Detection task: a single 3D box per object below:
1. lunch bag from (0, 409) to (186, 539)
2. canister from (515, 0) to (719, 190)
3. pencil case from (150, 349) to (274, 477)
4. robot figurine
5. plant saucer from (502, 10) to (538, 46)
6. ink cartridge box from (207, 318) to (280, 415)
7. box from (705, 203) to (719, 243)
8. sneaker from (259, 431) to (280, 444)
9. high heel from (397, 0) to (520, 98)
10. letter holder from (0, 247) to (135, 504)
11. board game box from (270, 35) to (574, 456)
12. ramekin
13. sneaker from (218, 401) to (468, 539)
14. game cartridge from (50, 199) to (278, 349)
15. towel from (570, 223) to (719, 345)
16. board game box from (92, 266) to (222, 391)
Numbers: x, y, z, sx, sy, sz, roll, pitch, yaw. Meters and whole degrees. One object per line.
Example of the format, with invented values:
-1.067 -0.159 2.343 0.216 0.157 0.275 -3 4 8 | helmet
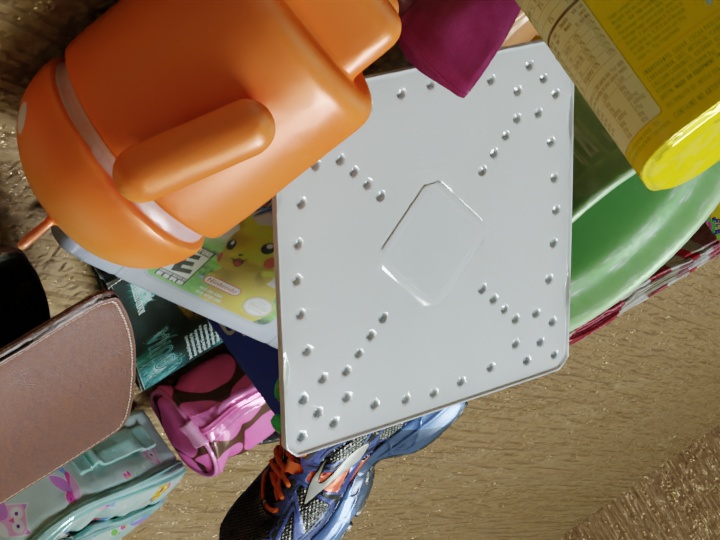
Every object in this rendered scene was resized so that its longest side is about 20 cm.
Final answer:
-0.216 0.170 1.284 0.160 0.077 0.200 -38 173 19 | lunch bag
0.135 -0.157 0.867 0.148 0.201 0.087 -35 161 8 | canister
-0.051 0.074 1.342 0.199 0.091 0.094 -31 -163 -14 | pencil case
-0.076 -0.079 0.849 0.200 0.144 0.117 -37 145 13 | robot figurine
0.122 -0.150 1.141 0.199 0.032 0.201 -30 162 -11 | plant saucer
0.000 0.000 1.133 0.200 0.094 0.044 -46 161 27 | ink cartridge box
0.331 -0.099 1.366 0.199 0.193 0.122 -10 152 -49 | box
-0.020 0.086 1.441 0.199 0.074 0.089 -28 160 -15 | sneaker
0.097 -0.152 0.985 0.199 0.096 0.068 -24 160 -26 | high heel
-0.202 0.043 0.983 0.142 0.101 0.200 -30 162 -17 | letter holder
0.033 -0.018 1.013 0.199 0.026 0.202 -15 115 -32 | board game box
0.137 -0.052 1.184 0.199 0.098 0.200 -32 157 -15 | ramekin
-0.024 0.101 1.110 0.078 0.076 0.200 29 111 -36 | sneaker
-0.055 -0.027 1.024 0.199 0.041 0.133 26 119 -40 | game cartridge
0.164 -0.020 1.369 0.199 0.144 0.023 -29 135 -24 | towel
-0.097 0.002 1.160 0.135 0.028 0.200 -31 162 -12 | board game box
